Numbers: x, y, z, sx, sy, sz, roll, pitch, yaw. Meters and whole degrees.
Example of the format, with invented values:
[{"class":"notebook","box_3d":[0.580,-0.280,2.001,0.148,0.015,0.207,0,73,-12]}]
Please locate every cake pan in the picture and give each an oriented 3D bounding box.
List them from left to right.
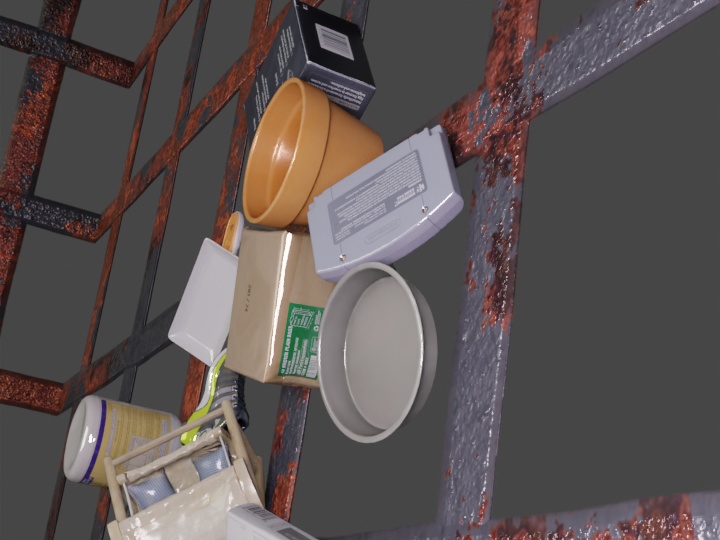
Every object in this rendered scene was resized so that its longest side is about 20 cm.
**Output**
[{"class":"cake pan","box_3d":[0.020,0.092,1.329,0.199,0.036,0.203,-10,77,54]}]

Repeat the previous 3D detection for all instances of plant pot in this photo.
[{"class":"plant pot","box_3d":[-0.058,-0.143,1.597,0.200,0.139,0.202,-48,34,48]}]

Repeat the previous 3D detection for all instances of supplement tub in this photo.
[{"class":"supplement tub","box_3d":[-0.382,0.299,1.978,0.146,0.198,0.147,-48,33,46]}]

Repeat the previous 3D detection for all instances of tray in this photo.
[{"class":"tray","box_3d":[-0.252,0.054,2.010,0.022,0.107,0.201,-19,-43,-63]}]

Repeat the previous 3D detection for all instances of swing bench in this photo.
[{"class":"swing bench","box_3d":[-0.226,0.311,1.578,0.198,0.130,0.200,-26,30,0]}]

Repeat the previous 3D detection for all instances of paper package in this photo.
[{"class":"paper package","box_3d":[-0.101,0.047,1.584,0.190,0.102,0.202,-173,92,-67]}]

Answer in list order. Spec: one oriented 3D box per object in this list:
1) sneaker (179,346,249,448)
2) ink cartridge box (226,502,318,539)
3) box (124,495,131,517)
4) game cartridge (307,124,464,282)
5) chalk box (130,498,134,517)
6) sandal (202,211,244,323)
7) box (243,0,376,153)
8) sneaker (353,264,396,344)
[{"class":"sneaker","box_3d":[-0.197,0.203,1.795,0.080,0.074,0.202,11,69,29]},{"class":"ink cartridge box","box_3d":[-0.107,0.404,1.435,0.162,0.057,0.202,14,108,51]},{"class":"box","box_3d":[-0.372,0.460,2.043,0.159,0.048,0.201,-62,25,25]},{"class":"game cartridge","box_3d":[0.028,-0.071,1.379,0.199,0.040,0.134,-30,45,24]},{"class":"chalk box","box_3d":[-0.274,0.382,1.770,0.124,0.123,0.202,-34,43,57]},{"class":"sandal","box_3d":[-0.255,-0.008,2.070,0.079,0.059,0.209,-21,56,62]},{"class":"box","box_3d":[-0.081,-0.258,1.756,0.201,0.116,0.198,-58,26,31]},{"class":"sneaker","box_3d":[0.000,0.000,1.447,0.075,0.076,0.202,-40,41,50]}]
